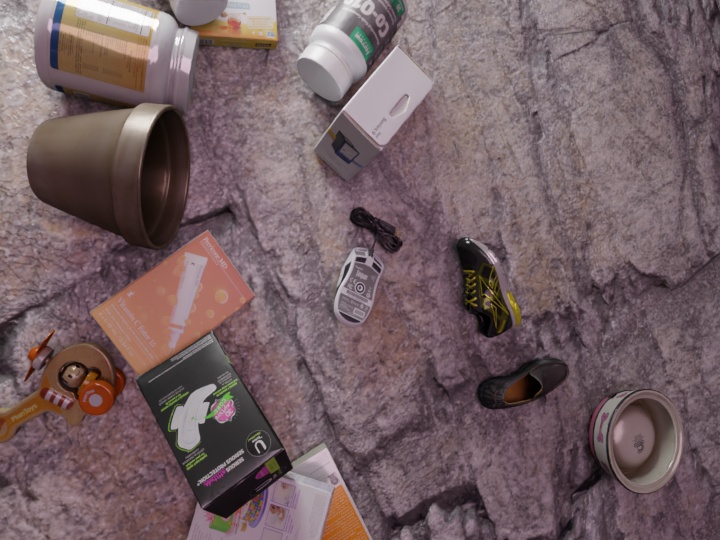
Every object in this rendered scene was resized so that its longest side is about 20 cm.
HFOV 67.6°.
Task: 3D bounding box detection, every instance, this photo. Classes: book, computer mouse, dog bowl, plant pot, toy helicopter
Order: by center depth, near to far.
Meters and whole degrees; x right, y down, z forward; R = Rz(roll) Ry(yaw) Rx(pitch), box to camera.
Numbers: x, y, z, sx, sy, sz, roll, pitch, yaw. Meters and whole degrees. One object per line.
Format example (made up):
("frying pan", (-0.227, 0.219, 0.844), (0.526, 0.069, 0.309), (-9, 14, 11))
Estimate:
("plant pot", (-0.355, -0.143, 0.762), (0.170, 0.200, 0.204), (9, 84, -2))
("toy helicopter", (-0.449, 0.171, 0.765), (0.198, 0.079, 0.134), (-31, 104, -5))
("book", (-0.071, 0.414, 0.895), (0.132, 0.048, 0.203), (-27, 95, -14))
("computer mouse", (0.000, 0.000, 0.940), (0.108, 0.044, 0.203), (28, 74, -20))
("dog bowl", (0.554, 0.339, 1.095), (0.196, 0.074, 0.205), (1, 87, -19))

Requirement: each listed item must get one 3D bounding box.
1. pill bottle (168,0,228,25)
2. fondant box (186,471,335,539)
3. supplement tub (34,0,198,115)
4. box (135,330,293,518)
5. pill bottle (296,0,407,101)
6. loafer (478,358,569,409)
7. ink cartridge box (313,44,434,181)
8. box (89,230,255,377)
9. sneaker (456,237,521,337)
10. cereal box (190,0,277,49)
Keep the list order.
("pill bottle", (-0.273, -0.480, 0.797), (0.111, 0.112, 0.203), (-23, 87, -18))
("fondant box", (-0.152, 0.380, 0.826), (0.196, 0.058, 0.147), (16, 82, 4))
("supplement tub", (-0.345, -0.313, 0.782), (0.196, 0.144, 0.148), (10, 84, -18))
("box", (-0.201, 0.221, 0.766), (0.123, 0.149, 0.201), (-31, 66, -16))
("pill bottle", (-0.015, -0.396, 0.915), (0.112, 0.113, 0.202), (37, 77, -13))
("loafer", (0.325, 0.220, 1.022), (0.197, 0.072, 0.074), (-18, 92, -19))
("ink cartridge box", (0.016, -0.245, 0.872), (0.087, 0.200, 0.146), (40, 77, -12))
("box", (-0.277, 0.051, 0.813), (0.199, 0.097, 0.125), (-39, 99, -17))
("sneaker", (0.226, 0.035, 0.996), (0.084, 0.074, 0.202), (-33, 98, -16))
("cereal box", (-0.213, -0.476, 0.889), (0.141, 0.039, 0.204), (-4, 89, -17))
